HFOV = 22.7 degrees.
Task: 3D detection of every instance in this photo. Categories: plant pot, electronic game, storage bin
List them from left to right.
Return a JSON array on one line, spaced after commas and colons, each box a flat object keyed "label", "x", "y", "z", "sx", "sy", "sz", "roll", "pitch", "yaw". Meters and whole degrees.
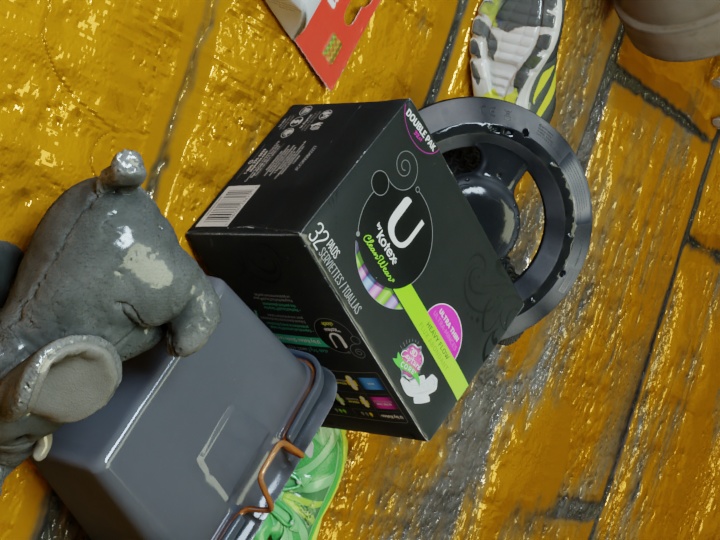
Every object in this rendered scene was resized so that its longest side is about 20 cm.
[{"label": "storage bin", "x": -0.121, "y": 0.101, "z": 1.197, "sx": 0.201, "sy": 0.145, "sz": 0.135, "roll": -58, "pitch": 137, "yaw": -24}, {"label": "electronic game", "x": 0.089, "y": -0.039, "z": 1.437, "sx": 0.042, "sy": 0.198, "sz": 0.202, "roll": -119, "pitch": -141, "yaw": -77}, {"label": "plant pot", "x": 0.300, "y": -0.323, "z": 1.644, "sx": 0.174, "sy": 0.199, "sz": 0.201, "roll": 51, "pitch": 60, "yaw": -37}]

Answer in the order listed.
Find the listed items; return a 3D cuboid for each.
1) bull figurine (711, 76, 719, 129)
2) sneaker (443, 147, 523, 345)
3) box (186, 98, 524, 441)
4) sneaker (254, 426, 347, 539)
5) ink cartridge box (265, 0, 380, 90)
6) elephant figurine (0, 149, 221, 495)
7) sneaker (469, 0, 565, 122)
[{"label": "bull figurine", "x": 0.446, "y": -0.231, "z": 2.031, "sx": 0.122, "sy": 0.065, "sz": 0.201, "roll": -52, "pitch": 142, "yaw": -25}, {"label": "sneaker", "x": 0.072, "y": -0.028, "z": 1.512, "sx": 0.070, "sy": 0.090, "sz": 0.202, "roll": -22, "pitch": 97, "yaw": -43}, {"label": "box", "x": 0.000, "y": 0.000, "z": 1.296, "sx": 0.149, "sy": 0.124, "sz": 0.201, "roll": -52, "pitch": 125, "yaw": -31}, {"label": "sneaker", "x": -0.064, "y": 0.175, "z": 1.377, "sx": 0.083, "sy": 0.074, "sz": 0.202, "roll": -10, "pitch": 113, "yaw": -61}, {"label": "ink cartridge box", "x": -0.009, "y": -0.242, "z": 1.284, "sx": 0.163, "sy": 0.050, "sz": 0.200, "roll": -63, "pitch": 145, "yaw": -17}, {"label": "elephant figurine", "x": -0.190, "y": 0.047, "z": 1.067, "sx": 0.200, "sy": 0.141, "sz": 0.156, "roll": -41, "pitch": 110, "yaw": -20}, {"label": "sneaker", "x": 0.135, "y": -0.171, "z": 1.550, "sx": 0.084, "sy": 0.074, "sz": 0.201, "roll": -25, "pitch": 135, "yaw": -59}]
